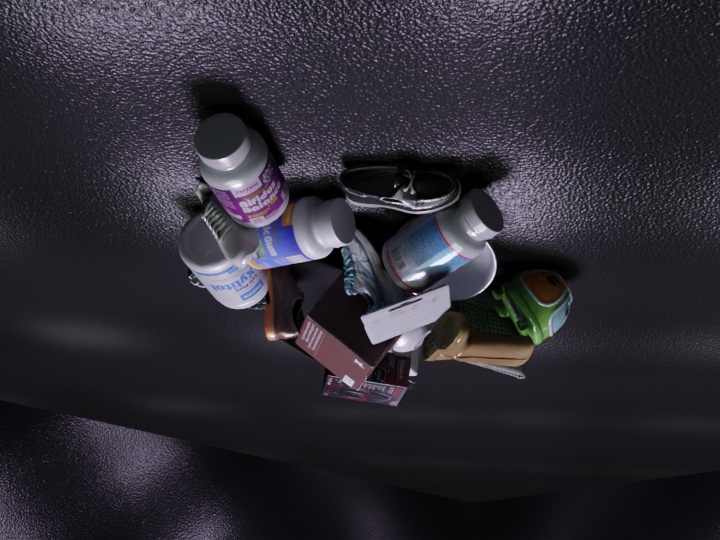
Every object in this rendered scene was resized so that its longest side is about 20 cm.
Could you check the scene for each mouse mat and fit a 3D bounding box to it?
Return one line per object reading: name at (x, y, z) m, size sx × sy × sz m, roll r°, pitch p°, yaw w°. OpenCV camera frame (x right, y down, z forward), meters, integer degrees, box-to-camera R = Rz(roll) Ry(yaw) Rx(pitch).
mouse mat at (-0.155, 0.079, 1.843) m, size 0.007 × 0.201 × 0.161 m, roll -29°, pitch 146°, yaw 15°

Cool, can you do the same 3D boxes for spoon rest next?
spoon rest at (0.123, 0.108, 1.770) m, size 0.200 × 0.061 × 0.100 m, roll -18°, pitch 146°, yaw -57°

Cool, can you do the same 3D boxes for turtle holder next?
turtle holder at (0.356, 0.080, 1.777) m, size 0.131 × 0.141 × 0.186 m, roll -32°, pitch 123°, yaw -4°

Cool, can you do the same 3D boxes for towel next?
towel at (0.257, 0.110, 1.816) m, size 0.199 × 0.194 × 0.034 m, roll 18°, pitch 147°, yaw -29°

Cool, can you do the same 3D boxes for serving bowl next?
serving bowl at (0.152, -0.035, 1.629) m, size 0.198 × 0.066 × 0.201 m, roll 7°, pitch 136°, yaw 7°

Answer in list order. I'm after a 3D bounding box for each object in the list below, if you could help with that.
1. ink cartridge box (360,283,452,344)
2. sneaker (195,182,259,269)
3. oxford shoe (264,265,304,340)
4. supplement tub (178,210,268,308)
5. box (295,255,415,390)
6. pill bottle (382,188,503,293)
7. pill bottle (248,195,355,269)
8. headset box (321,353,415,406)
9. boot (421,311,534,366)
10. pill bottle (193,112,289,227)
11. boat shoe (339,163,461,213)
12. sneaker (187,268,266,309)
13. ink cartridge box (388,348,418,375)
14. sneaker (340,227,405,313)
ink cartridge box at (0.079, 0.062, 1.563) m, size 0.161 × 0.057 × 0.200 m, roll -21°, pitch 157°, yaw 1°
sneaker at (-0.232, -0.078, 1.515) m, size 0.076 × 0.200 × 0.080 m, roll -47°, pitch 130°, yaw 13°
oxford shoe at (-0.141, 0.036, 1.726) m, size 0.072 × 0.202 × 0.071 m, roll -3°, pitch 165°, yaw 13°
supplement tub at (-0.256, -0.021, 1.707) m, size 0.131 × 0.133 × 0.200 m, roll 0°, pitch 156°, yaw 13°
box at (0.002, 0.094, 1.757) m, size 0.164 × 0.200 × 0.166 m, roll 38°, pitch 154°, yaw 4°
pill bottle at (0.139, -0.051, 1.493) m, size 0.108 × 0.109 × 0.200 m, roll 24°, pitch 136°, yaw -36°
pill bottle at (-0.113, -0.071, 1.583) m, size 0.199 × 0.113 × 0.112 m, roll -10°, pitch 152°, yaw 31°
headset box at (0.021, 0.237, 1.978) m, size 0.198 × 0.076 × 0.149 m, roll 9°, pitch 155°, yaw -5°
boot at (0.233, 0.129, 1.655) m, size 0.198 × 0.067 × 0.175 m, roll 6°, pitch 159°, yaw -17°
pill bottle at (-0.189, -0.158, 1.401) m, size 0.111 × 0.113 × 0.200 m, roll 0°, pitch 157°, yaw 13°
boat shoe at (0.062, -0.140, 1.444) m, size 0.198 × 0.074 × 0.060 m, roll 7°, pitch 163°, yaw 19°
sneaker at (-0.262, 0.030, 1.886) m, size 0.199 × 0.075 × 0.087 m, roll 22°, pitch 174°, yaw 17°
ink cartridge box at (0.045, 0.150, 2.031) m, size 0.124 × 0.129 × 0.200 m, roll -5°, pitch 153°, yaw 23°
sneaker at (0.000, 0.000, 1.645) m, size 0.201 × 0.086 × 0.078 m, roll 55°, pitch 171°, yaw -6°
